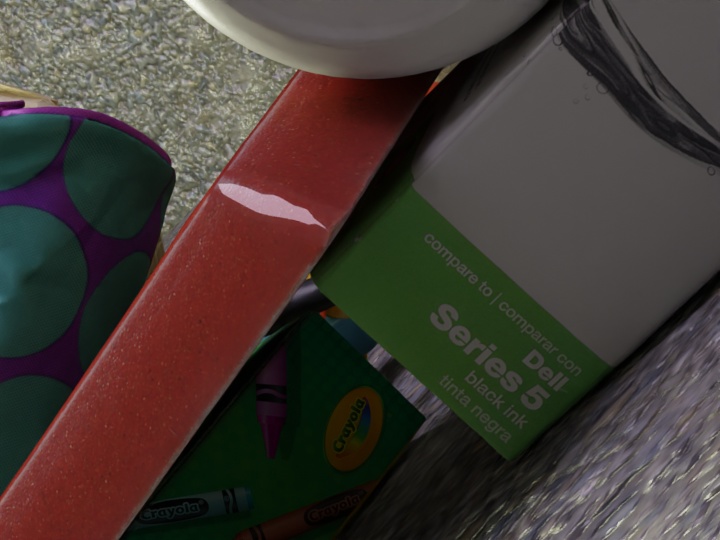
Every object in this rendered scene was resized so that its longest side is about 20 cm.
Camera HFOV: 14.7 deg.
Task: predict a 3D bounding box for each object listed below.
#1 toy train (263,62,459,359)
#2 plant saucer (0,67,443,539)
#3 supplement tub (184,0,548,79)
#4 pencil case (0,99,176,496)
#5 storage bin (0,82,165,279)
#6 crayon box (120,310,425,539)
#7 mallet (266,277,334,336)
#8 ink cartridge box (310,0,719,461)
[{"bbox_3d":[0.000,-0.027,1.092,0.200,0.056,0.150,-48,-25,7],"label":"toy train"},{"bbox_3d":[-0.043,0.005,0.841,0.200,0.037,0.200,-53,3,31],"label":"plant saucer"},{"bbox_3d":[0.019,-0.150,0.813,0.140,0.140,0.200,-43,7,27],"label":"supplement tub"},{"bbox_3d":[-0.132,0.042,0.934,0.085,0.092,0.201,7,77,51],"label":"pencil case"},{"bbox_3d":[-0.167,0.050,1.249,0.199,0.093,0.200,86,-157,-60],"label":"storage bin"},{"bbox_3d":[-0.068,0.098,0.997,0.119,0.058,0.200,-50,7,-29],"label":"crayon box"},{"bbox_3d":[0.000,0.000,1.007,0.200,0.041,0.066,-20,14,30],"label":"mallet"},{"bbox_3d":[0.092,-0.061,0.804,0.200,0.084,0.146,-45,6,26],"label":"ink cartridge box"}]
